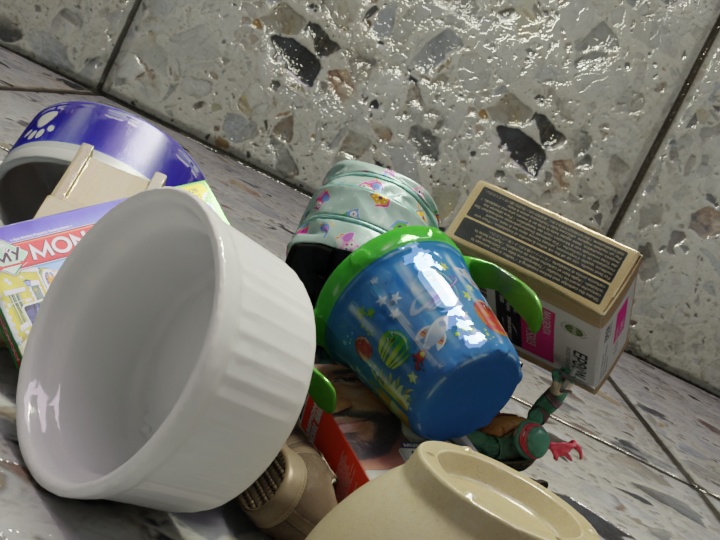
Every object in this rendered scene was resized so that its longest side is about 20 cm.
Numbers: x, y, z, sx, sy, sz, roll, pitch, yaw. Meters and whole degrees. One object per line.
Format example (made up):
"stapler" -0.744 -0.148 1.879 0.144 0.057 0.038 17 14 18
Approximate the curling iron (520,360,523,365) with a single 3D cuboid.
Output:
"curling iron" 0.103 0.070 1.354 0.200 0.026 0.050 22 -1 31

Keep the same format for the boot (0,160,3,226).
"boot" -0.341 -0.055 1.265 0.200 0.073 0.090 27 -7 -4

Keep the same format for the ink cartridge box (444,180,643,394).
"ink cartridge box" 0.170 0.021 1.097 0.165 0.075 0.200 28 -20 21

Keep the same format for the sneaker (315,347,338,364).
"sneaker" 0.029 0.098 1.165 0.199 0.091 0.078 2 42 -11

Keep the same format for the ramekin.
"ramekin" -0.122 0.057 0.741 0.098 0.201 0.200 30 4 -40

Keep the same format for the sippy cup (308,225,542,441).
"sippy cup" 0.051 0.057 0.894 0.130 0.178 0.140 52 6 39

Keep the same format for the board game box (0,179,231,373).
"board game box" -0.183 0.008 0.896 0.200 0.029 0.135 -17 64 -31

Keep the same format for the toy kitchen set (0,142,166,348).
"toy kitchen set" -0.211 0.040 0.998 0.163 0.181 0.200 22 48 -4

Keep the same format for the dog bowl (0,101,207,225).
"dog bowl" -0.249 -0.066 1.127 0.200 0.079 0.200 13 -36 10

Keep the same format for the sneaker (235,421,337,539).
"sneaker" -0.060 0.149 0.861 0.076 0.070 0.200 43 5 -20

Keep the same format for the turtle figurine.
"turtle figurine" 0.127 0.144 1.102 0.149 0.101 0.200 -3 -5 -27

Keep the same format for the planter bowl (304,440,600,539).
"planter bowl" 0.059 0.186 0.682 0.200 0.135 0.200 26 8 -4

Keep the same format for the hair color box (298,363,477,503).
"hair color box" 0.027 0.149 0.897 0.111 0.064 0.200 4 24 -25

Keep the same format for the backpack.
"backpack" 0.000 0.000 1.033 0.166 0.127 0.200 12 -29 10

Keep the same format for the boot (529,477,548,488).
"boot" 0.055 0.174 1.038 0.200 0.064 0.186 25 6 27
